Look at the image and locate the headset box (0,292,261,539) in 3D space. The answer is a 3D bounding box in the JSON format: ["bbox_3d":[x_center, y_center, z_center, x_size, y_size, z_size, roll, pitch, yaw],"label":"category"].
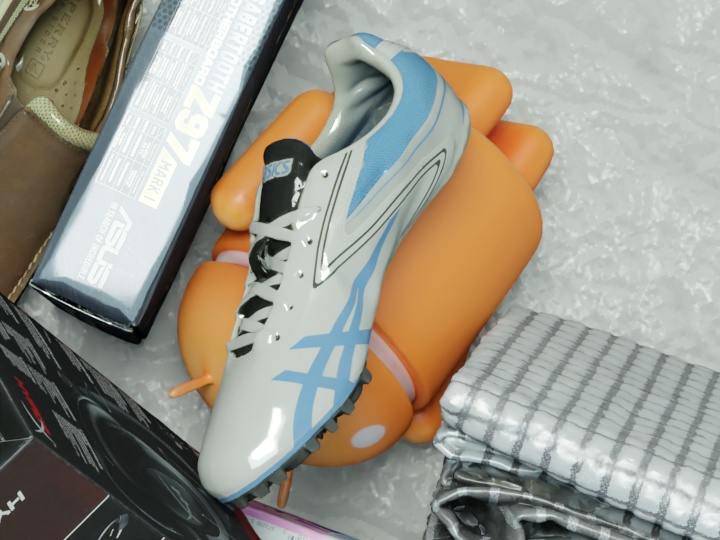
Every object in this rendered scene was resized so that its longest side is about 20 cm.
[{"bbox_3d":[-0.102,0.093,0.907,0.077,0.149,0.200,-43,130,3],"label":"headset box"}]

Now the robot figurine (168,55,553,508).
[{"bbox_3d":[0.001,0.001,1.072,0.117,0.144,0.200,33,70,12],"label":"robot figurine"}]

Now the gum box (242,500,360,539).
[{"bbox_3d":[-0.009,0.145,1.052,0.200,0.114,0.066,19,86,12],"label":"gum box"}]

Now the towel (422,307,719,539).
[{"bbox_3d":[0.115,0.091,1.033,0.165,0.200,0.086,20,104,7],"label":"towel"}]

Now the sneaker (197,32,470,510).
[{"bbox_3d":[-0.022,-0.002,0.965,0.072,0.072,0.200,34,64,-22],"label":"sneaker"}]

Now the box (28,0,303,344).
[{"bbox_3d":[-0.073,-0.068,1.062,0.051,0.158,0.200,24,85,-1],"label":"box"}]

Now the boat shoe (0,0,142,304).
[{"bbox_3d":[-0.146,-0.056,1.070,0.075,0.075,0.203,27,70,-31],"label":"boat shoe"}]
